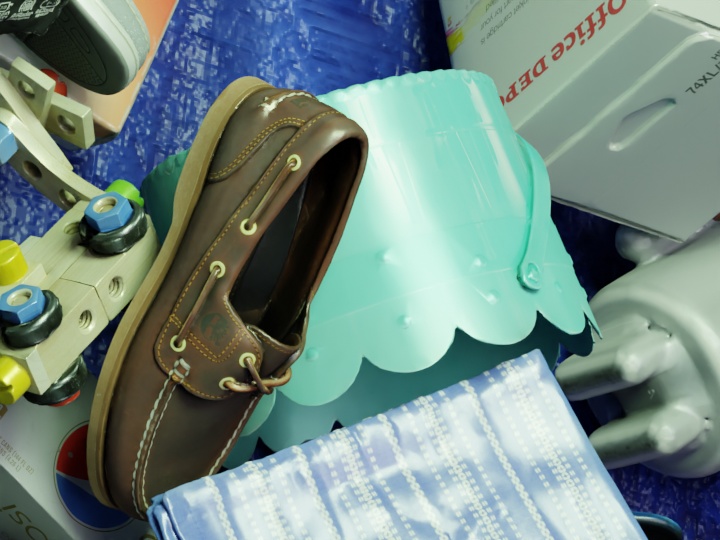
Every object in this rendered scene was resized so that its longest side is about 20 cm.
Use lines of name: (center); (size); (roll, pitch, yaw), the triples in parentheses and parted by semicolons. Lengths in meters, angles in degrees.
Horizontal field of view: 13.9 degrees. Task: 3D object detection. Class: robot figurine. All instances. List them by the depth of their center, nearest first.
robot figurine: (0.193, 0.035, 1.568); (0.200, 0.113, 0.170); (-28, 98, -38)

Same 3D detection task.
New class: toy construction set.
toy construction set: (-0.163, 0.002, 1.282); (0.200, 0.131, 0.092); (-60, 140, -23)

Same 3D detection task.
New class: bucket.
bucket: (0.000, 0.000, 1.377); (0.207, 0.207, 0.135); (-9, 78, -38)

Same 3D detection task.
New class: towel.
towel: (0.025, 0.123, 1.253); (0.200, 0.024, 0.145); (-20, 65, -21)

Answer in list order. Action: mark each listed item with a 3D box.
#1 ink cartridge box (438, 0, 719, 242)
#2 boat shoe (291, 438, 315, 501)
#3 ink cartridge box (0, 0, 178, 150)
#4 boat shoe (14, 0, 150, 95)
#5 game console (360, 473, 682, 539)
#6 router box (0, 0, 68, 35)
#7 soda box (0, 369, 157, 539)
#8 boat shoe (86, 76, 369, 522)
ink cartridge box: (0.138, -0.147, 1.502); (0.146, 0.147, 0.200); (18, 48, -33)
boat shoe: (-0.009, 0.111, 1.369); (0.070, 0.071, 0.201); (56, 16, 8)
ink cartridge box: (-0.167, -0.175, 1.362); (0.200, 0.050, 0.162); (36, 60, -29)
boat shoe: (-0.152, -0.170, 1.314); (0.065, 0.074, 0.202); (-33, 80, -26)
game console: (0.039, 0.189, 1.346); (0.118, 0.200, 0.171); (32, 57, 12)
router box: (-0.219, -0.178, 1.210); (0.200, 0.062, 0.150); (46, 26, 15)
soda box: (-0.113, 0.119, 1.349); (0.200, 0.064, 0.068); (49, 55, -20)
boat shoe: (-0.056, 0.019, 1.258); (0.070, 0.070, 0.200); (5, 106, -55)
